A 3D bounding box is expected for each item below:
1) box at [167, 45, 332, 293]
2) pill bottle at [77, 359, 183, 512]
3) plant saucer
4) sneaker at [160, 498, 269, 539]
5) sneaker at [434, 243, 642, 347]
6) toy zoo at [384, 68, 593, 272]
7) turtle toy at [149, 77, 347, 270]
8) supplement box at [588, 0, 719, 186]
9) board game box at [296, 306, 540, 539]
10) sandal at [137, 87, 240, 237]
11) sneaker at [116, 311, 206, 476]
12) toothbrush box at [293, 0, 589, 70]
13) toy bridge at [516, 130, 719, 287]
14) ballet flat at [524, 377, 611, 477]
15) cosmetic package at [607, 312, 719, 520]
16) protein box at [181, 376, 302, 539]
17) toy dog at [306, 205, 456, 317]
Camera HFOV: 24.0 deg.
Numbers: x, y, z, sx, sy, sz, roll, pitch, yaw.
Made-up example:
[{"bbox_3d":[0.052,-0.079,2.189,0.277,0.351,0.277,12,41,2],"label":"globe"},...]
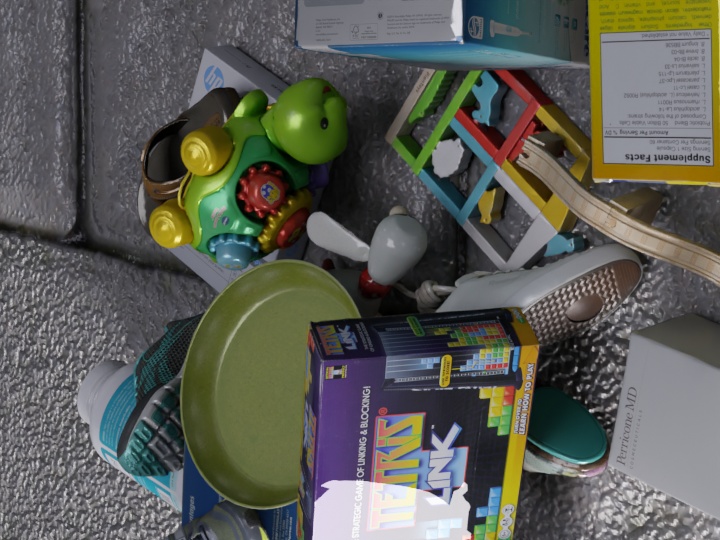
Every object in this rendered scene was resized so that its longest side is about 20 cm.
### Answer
[{"bbox_3d":[-0.105,-0.079,1.540,0.156,0.041,0.201,38,121,31],"label":"box"},{"bbox_3d":[-0.182,0.154,1.611,0.199,0.110,0.112,27,116,37],"label":"pill bottle"},{"bbox_3d":[-0.064,0.093,1.366,0.199,0.031,0.202,-11,71,35],"label":"plant saucer"},{"bbox_3d":[-0.147,0.251,1.429,0.200,0.081,0.074,-42,71,41],"label":"sneaker"},{"bbox_3d":[0.120,0.018,1.308,0.199,0.073,0.085,-30,49,19],"label":"sneaker"},{"bbox_3d":[0.112,-0.088,1.345,0.200,0.020,0.132,49,128,24],"label":"toy zoo"},{"bbox_3d":[-0.079,-0.080,1.399,0.101,0.145,0.201,38,122,16],"label":"turtle toy"},{"bbox_3d":[0.229,-0.163,1.158,0.108,0.109,0.202,6,102,43],"label":"supplement box"},{"bbox_3d":[0.040,0.129,1.266,0.057,0.164,0.202,-116,25,-55],"label":"board game box"},{"bbox_3d":[-0.163,-0.096,1.518,0.200,0.054,0.082,-40,66,51],"label":"sandal"},{"bbox_3d":[-0.174,0.111,1.533,0.091,0.200,0.078,-6,124,34],"label":"sneaker"},{"bbox_3d":[0.067,-0.194,1.227,0.145,0.199,0.086,4,92,36],"label":"toothbrush box"},{"bbox_3d":[0.195,-0.041,1.226,0.199,0.067,0.027,34,118,25],"label":"toy bridge"},{"bbox_3d":[0.124,0.116,1.352,0.200,0.069,0.072,38,140,37],"label":"ballet flat"},{"bbox_3d":[0.280,0.117,1.185,0.199,0.081,0.114,21,114,38],"label":"cosmetic package"},{"bbox_3d":[-0.041,0.190,1.466,0.199,0.134,0.200,17,110,40],"label":"protein box"},{"bbox_3d":[0.000,0.000,1.420,0.199,0.131,0.097,-28,47,35],"label":"toy dog"}]
